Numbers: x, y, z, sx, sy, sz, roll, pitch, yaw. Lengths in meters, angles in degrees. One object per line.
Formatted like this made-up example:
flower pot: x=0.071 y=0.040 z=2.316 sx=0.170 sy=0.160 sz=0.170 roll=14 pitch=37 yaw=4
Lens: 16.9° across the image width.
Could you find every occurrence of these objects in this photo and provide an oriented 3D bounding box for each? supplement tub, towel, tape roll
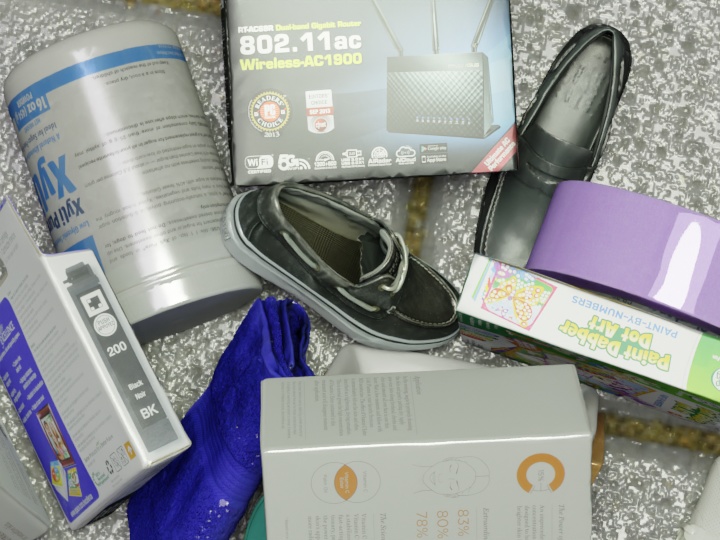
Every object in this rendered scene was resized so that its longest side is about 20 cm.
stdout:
supplement tub: x=-0.158 y=-0.059 z=1.676 sx=0.131 sy=0.132 sz=0.201 roll=-20 pitch=81 yaw=1
towel: x=-0.097 y=0.121 z=1.618 sx=0.049 sy=0.148 sz=0.200 roll=27 pitch=107 yaw=-14
tape roll: x=0.212 y=0.007 z=1.612 sx=0.199 sy=0.200 sz=0.066 roll=21 pitch=84 yaw=5

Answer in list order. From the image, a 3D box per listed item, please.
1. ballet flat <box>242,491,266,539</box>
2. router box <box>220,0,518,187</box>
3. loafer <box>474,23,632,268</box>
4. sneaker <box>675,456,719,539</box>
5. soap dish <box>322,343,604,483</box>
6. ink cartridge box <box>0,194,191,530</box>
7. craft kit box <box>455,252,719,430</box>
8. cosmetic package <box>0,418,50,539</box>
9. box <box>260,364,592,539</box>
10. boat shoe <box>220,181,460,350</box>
ballet flat: x=-0.048 y=0.211 z=1.637 sx=0.072 sy=0.072 sz=0.201 roll=19 pitch=119 yaw=5
router box: x=0.006 y=-0.136 z=1.644 sx=0.199 sy=0.062 sz=0.151 roll=-4 pitch=92 yaw=-2
loafer: x=0.132 y=-0.081 z=1.693 sx=0.068 sy=0.070 sz=0.201 roll=24 pitch=85 yaw=6
sneaker: x=0.204 y=0.214 z=1.652 sx=0.115 sy=0.074 sz=0.201 roll=11 pitch=85 yaw=1
soap dish: x=0.064 y=0.114 z=1.637 sx=0.199 sy=0.157 sz=0.082 roll=9 pitch=100 yaw=5
ink cartridge box: x=-0.199 y=0.061 z=1.634 sx=0.043 sy=0.198 sz=0.201 roll=-25 pitch=83 yaw=-26
craft kit box: x=0.162 y=0.051 z=1.611 sx=0.197 sy=0.200 sz=0.049 roll=16 pitch=84 yaw=6
cosmetic package: x=-0.347 y=0.134 z=1.631 sx=0.199 sy=0.166 sz=0.168 roll=-28 pitch=70 yaw=-1
box: x=0.040 y=0.137 z=1.500 sx=0.199 sy=0.098 sz=0.125 roll=-2 pitch=115 yaw=-1
boat shoe: x=0.000 y=0.000 z=1.647 sx=0.199 sy=0.071 sz=0.072 roll=24 pitch=65 yaw=-30
